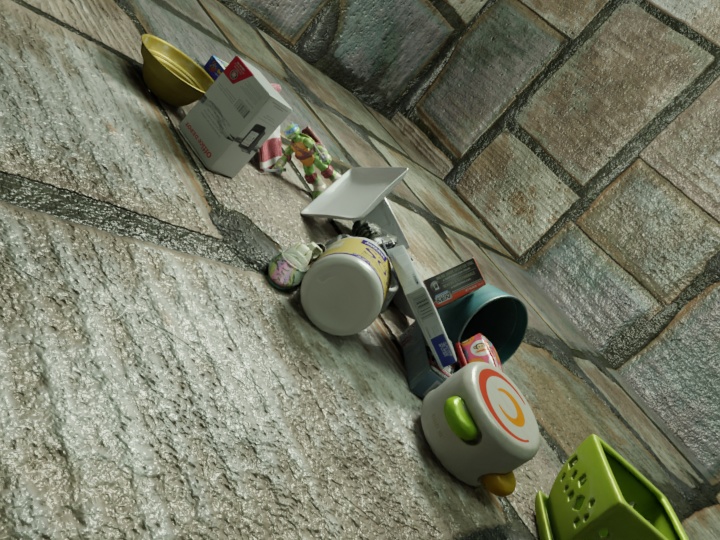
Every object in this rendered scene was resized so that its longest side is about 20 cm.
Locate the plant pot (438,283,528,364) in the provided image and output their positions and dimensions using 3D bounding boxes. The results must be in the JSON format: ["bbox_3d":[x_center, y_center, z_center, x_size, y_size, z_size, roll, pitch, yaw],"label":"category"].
[{"bbox_3d":[0.254,0.106,1.501,0.200,0.200,0.188,28,9,-38],"label":"plant pot"}]

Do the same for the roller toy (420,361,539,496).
[{"bbox_3d":[0.200,0.264,1.091,0.200,0.140,0.183,41,29,-12],"label":"roller toy"}]

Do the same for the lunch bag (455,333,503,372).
[{"bbox_3d":[0.260,0.243,1.264,0.176,0.082,0.200,-103,167,-56],"label":"lunch bag"}]

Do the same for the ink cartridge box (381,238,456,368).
[{"bbox_3d":[0.111,0.054,1.218,0.200,0.041,0.200,-111,175,-55],"label":"ink cartridge box"}]

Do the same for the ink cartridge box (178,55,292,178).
[{"bbox_3d":[-0.263,-0.316,1.331,0.145,0.200,0.083,52,16,25],"label":"ink cartridge box"}]

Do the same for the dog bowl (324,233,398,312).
[{"bbox_3d":[0.000,0.000,1.398,0.200,0.059,0.200,39,18,-15],"label":"dog bowl"}]

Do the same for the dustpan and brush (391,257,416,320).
[{"bbox_3d":[0.093,0.028,1.489,0.057,0.140,0.200,-12,15,-29],"label":"dustpan and brush"}]

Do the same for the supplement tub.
[{"bbox_3d":[-0.019,0.020,1.169,0.145,0.145,0.200,42,18,-4],"label":"supplement tub"}]

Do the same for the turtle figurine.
[{"bbox_3d":[-0.134,-0.248,1.570,0.194,0.144,0.200,49,12,-37],"label":"turtle figurine"}]

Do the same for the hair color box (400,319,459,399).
[{"bbox_3d":[0.143,0.186,1.274,0.099,0.061,0.200,37,18,-17],"label":"hair color box"}]

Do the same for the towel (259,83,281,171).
[{"bbox_3d":[-0.219,-0.350,1.553,0.023,0.201,0.144,3,17,8],"label":"towel"}]

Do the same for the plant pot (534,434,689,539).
[{"bbox_3d":[0.415,0.439,1.082,0.200,0.182,0.199,40,18,-6],"label":"plant pot"}]

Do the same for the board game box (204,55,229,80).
[{"bbox_3d":[-0.353,-0.533,1.877,0.200,0.045,0.134,51,19,23],"label":"board game box"}]

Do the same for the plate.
[{"bbox_3d":[-0.010,-0.174,1.481,0.199,0.200,0.032,8,-45,46],"label":"plate"}]

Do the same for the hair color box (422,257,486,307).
[{"bbox_3d":[0.188,0.033,1.325,0.200,0.111,0.064,52,13,-82],"label":"hair color box"}]

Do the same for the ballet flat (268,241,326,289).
[{"bbox_3d":[-0.111,-0.022,1.189,0.069,0.071,0.200,44,18,3],"label":"ballet flat"}]

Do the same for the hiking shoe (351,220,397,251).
[{"bbox_3d":[0.017,-0.062,1.390,0.101,0.076,0.200,32,10,5],"label":"hiking shoe"}]

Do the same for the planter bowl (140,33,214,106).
[{"bbox_3d":[-0.422,-0.429,1.433,0.200,0.083,0.200,39,19,-16],"label":"planter bowl"}]

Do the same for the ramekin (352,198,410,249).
[{"bbox_3d":[0.036,-0.124,1.599,0.201,0.098,0.200,63,3,-6],"label":"ramekin"}]
